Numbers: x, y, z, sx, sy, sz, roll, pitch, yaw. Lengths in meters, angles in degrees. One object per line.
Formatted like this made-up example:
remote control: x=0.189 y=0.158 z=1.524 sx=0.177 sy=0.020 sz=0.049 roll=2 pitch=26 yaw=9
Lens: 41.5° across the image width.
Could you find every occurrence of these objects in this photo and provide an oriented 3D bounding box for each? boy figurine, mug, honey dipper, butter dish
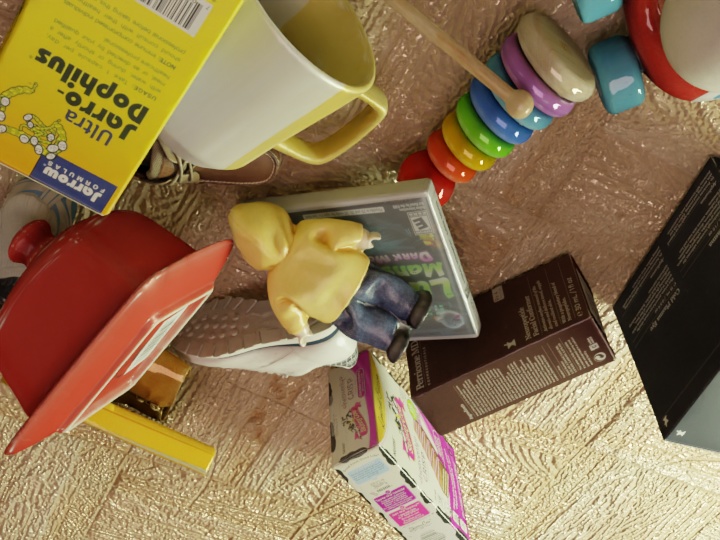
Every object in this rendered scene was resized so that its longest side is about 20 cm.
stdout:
boy figurine: x=-0.037 y=0.008 z=0.855 sx=0.197 sy=0.065 sz=0.126 roll=29 pitch=104 yaw=-6
mug: x=-0.079 y=-0.145 z=0.741 sx=0.152 sy=0.150 sz=0.187 roll=-35 pitch=107 yaw=28
honey dipper: x=0.056 y=-0.186 z=0.743 sx=0.199 sy=0.038 sz=0.038 roll=39 pitch=121 yaw=-4
butter dish: x=-0.229 y=0.020 z=0.786 sx=0.148 sy=0.199 sz=0.200 roll=43 pitch=106 yaw=2

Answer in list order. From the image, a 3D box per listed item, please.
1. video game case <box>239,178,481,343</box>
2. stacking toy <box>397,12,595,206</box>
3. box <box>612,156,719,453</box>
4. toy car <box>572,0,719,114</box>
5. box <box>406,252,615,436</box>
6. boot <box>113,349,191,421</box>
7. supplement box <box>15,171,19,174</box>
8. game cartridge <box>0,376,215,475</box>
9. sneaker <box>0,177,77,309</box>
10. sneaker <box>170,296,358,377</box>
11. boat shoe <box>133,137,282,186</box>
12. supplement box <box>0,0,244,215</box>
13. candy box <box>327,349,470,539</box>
video game case: x=0.000 y=0.000 z=0.906 sx=0.196 sy=0.024 sz=0.184 roll=-5 pitch=131 yaw=24
stacking toy: x=0.103 y=-0.124 z=0.819 sx=0.085 sy=0.086 sz=0.199 roll=32 pitch=126 yaw=-26
box: x=0.347 y=0.036 z=0.889 sx=0.102 sy=0.184 sz=0.202 roll=13 pitch=128 yaw=-14
toy car: x=0.266 y=-0.177 z=0.702 sx=0.181 sy=0.202 sz=0.178 roll=-20 pitch=128 yaw=13
box: x=0.146 y=0.075 z=0.964 sx=0.197 sy=0.101 sz=0.075 roll=-28 pitch=125 yaw=17
boot: x=-0.230 y=0.063 z=0.930 sx=0.142 sy=0.071 sz=0.203 roll=24 pitch=138 yaw=3
supplement box: x=-0.220 y=-0.181 z=0.731 sx=0.061 sy=0.110 sz=0.199 roll=35 pitch=118 yaw=-28
game cartridge: x=-0.263 y=0.147 z=0.975 sx=0.198 sy=0.033 sz=0.175 roll=32 pitch=164 yaw=-25
sneaker: x=-0.316 y=-0.023 z=0.884 sx=0.072 sy=0.073 sz=0.199 roll=47 pitch=130 yaw=-7
sneaker: x=-0.099 y=0.075 z=0.952 sx=0.196 sy=0.078 sz=0.081 roll=-3 pitch=141 yaw=23
boat shoe: x=-0.165 y=-0.102 z=0.820 sx=0.195 sy=0.073 sz=0.077 roll=9 pitch=128 yaw=-10
supplement box: x=-0.160 y=-0.158 z=0.612 sx=0.108 sy=0.110 sz=0.201 roll=27 pitch=122 yaw=-24
candy box: x=0.042 y=0.203 z=1.036 sx=0.060 sy=0.138 sz=0.201 roll=-28 pitch=126 yaw=17
